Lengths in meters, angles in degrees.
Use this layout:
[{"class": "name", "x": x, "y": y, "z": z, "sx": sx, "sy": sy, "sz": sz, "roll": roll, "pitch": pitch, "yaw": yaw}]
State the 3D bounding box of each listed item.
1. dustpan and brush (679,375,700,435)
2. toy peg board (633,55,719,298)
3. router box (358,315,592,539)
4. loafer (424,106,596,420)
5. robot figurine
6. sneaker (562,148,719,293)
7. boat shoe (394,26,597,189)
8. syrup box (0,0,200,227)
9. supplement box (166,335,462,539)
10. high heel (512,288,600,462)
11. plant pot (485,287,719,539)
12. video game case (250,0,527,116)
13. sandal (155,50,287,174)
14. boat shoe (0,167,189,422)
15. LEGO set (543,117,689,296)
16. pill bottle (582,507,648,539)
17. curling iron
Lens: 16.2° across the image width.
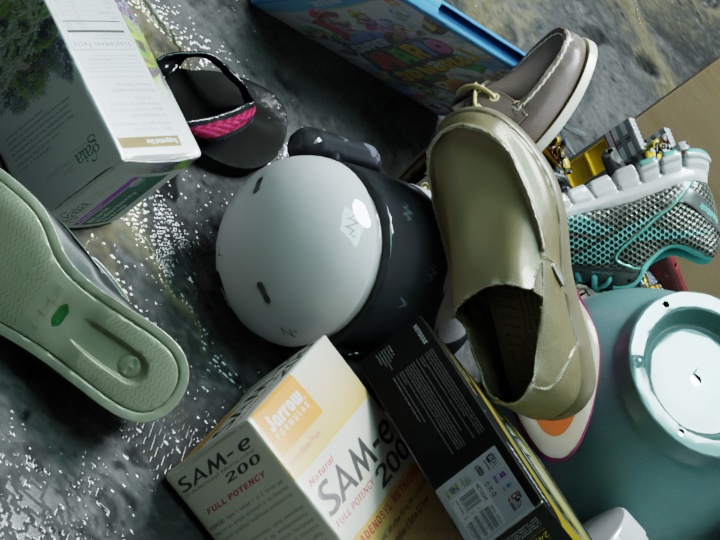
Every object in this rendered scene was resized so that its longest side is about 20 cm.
[{"class": "dustpan and brush", "x": 0.181, "y": 0.113, "z": 1.787, "sx": 0.140, "sy": 0.057, "sz": 0.200, "roll": 44, "pitch": 61, "yaw": 9}, {"class": "toy peg board", "x": 0.306, "y": -0.067, "z": 2.027, "sx": 0.200, "sy": 0.199, "sz": 0.098, "roll": 52, "pitch": 15, "yaw": -5}, {"class": "router box", "x": 0.088, "y": 0.139, "z": 1.494, "sx": 0.157, "sy": 0.052, "sz": 0.200, "roll": 51, "pitch": 4, "yaw": -37}, {"class": "loafer", "x": 0.089, "y": -0.004, "z": 1.536, "sx": 0.067, "sy": 0.076, "sz": 0.201, "roll": -14, "pitch": 82, "yaw": -60}, {"class": "robot figurine", "x": -0.001, "y": -0.001, "z": 1.593, "sx": 0.200, "sy": 0.125, "sz": 0.150, "roll": 16, "pitch": 19, "yaw": -47}, {"class": "sneaker", "x": 0.164, "y": -0.015, "z": 1.781, "sx": 0.078, "sy": 0.199, "sz": 0.092, "roll": 45, "pitch": 24, "yaw": -84}, {"class": "boat shoe", "x": 0.082, "y": -0.091, "z": 1.736, "sx": 0.059, "sy": 0.200, "sz": 0.072, "roll": 38, "pitch": 6, "yaw": -21}, {"class": "syrup box", "x": -0.183, "y": -0.131, "z": 1.502, "sx": 0.081, "sy": 0.079, "sz": 0.201, "roll": -9, "pitch": 68, "yaw": -57}, {"class": "supplement box", "x": -0.006, "y": 0.155, "z": 1.481, "sx": 0.200, "sy": 0.073, "sz": 0.126, "roll": 52, "pitch": 30, "yaw": -6}, {"class": "high heel", "x": 0.118, "y": 0.040, "z": 1.673, "sx": 0.067, "sy": 0.096, "sz": 0.201, "roll": 0, "pitch": 68, "yaw": -3}, {"class": "plant pot", "x": 0.200, "y": 0.093, "z": 1.700, "sx": 0.199, "sy": 0.134, "sz": 0.201, "roll": 11, "pitch": 61, "yaw": -21}, {"class": "video game case", "x": 0.039, "y": -0.159, "z": 1.791, "sx": 0.200, "sy": 0.143, "sz": 0.018, "roll": 28, "pitch": 72, "yaw": -38}, {"class": "sandal", "x": -0.109, "y": -0.110, "z": 1.619, "sx": 0.200, "sy": 0.045, "sz": 0.075, "roll": 11, "pitch": 52, "yaw": -50}, {"class": "boat shoe", "x": -0.180, "y": 0.009, "z": 1.406, "sx": 0.200, "sy": 0.072, "sz": 0.068, "roll": 44, "pitch": -4, "yaw": -6}, {"class": "LEGO set", "x": 0.184, "y": -0.047, "z": 1.895, "sx": 0.200, "sy": 0.116, "sz": 0.154, "roll": 19, "pitch": 46, "yaw": -45}, {"class": "pill bottle", "x": 0.198, "y": 0.256, "z": 1.632, "sx": 0.200, "sy": 0.113, "sz": 0.113, "roll": 51, "pitch": 31, "yaw": -7}, {"class": "curling iron", "x": 0.223, "y": -0.004, "z": 1.858, "sx": 0.050, "sy": 0.025, "sz": 0.201, "roll": -86, "pitch": 153, "yaw": -67}]
